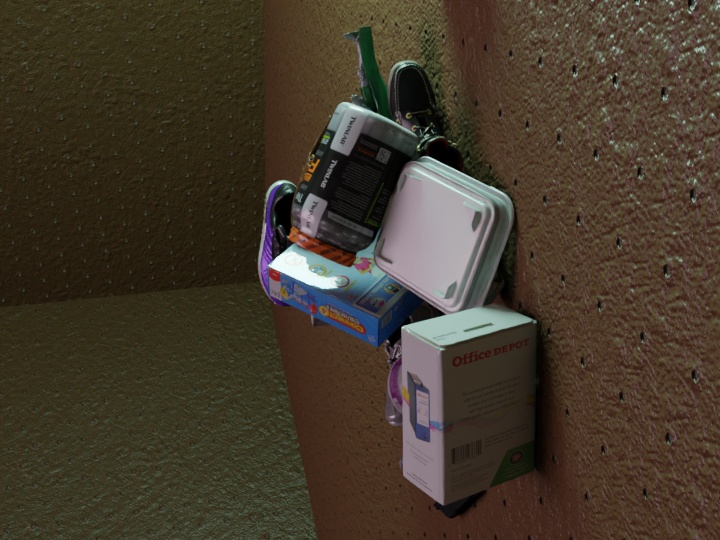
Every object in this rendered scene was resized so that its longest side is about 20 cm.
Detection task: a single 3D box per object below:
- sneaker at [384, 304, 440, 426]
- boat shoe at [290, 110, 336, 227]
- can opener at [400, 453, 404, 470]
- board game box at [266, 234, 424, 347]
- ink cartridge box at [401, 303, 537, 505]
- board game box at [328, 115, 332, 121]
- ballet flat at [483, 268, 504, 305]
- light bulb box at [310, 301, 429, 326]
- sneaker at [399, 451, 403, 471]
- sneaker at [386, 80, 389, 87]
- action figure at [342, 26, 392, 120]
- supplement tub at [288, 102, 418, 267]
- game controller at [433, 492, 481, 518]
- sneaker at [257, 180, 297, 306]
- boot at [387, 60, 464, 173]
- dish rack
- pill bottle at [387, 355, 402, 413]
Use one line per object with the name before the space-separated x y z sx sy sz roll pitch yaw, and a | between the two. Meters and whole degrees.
sneaker | 0.061 0.140 1.612 0.075 0.082 0.201 -14 57 47
boat shoe | -0.057 -0.146 1.540 0.201 0.072 0.068 -67 -22 -9
can opener | 0.110 0.230 1.386 0.200 0.067 0.054 -2 -95 -67
board game box | 0.000 0.000 1.530 0.195 0.200 0.056 24 135 26
ink cartridge box | 0.130 0.154 1.242 0.087 0.145 0.201 27 124 53
board game box | 0.022 -0.167 1.652 0.200 0.134 0.029 -97 17 -44
ballet flat | 0.145 -0.050 1.353 0.067 0.068 0.201 -47 52 50
light bulb box | 0.003 -0.030 1.709 0.125 0.198 0.200 100 162 -47
sneaker | 0.098 0.241 1.689 0.200 0.071 0.113 111 148 -51
sneaker | 0.069 -0.223 1.611 0.091 0.066 0.201 101 162 -64
action figure | 0.018 -0.255 1.556 0.118 0.055 0.201 -39 -64 -77
supplement tub | -0.014 -0.114 1.411 0.200 0.122 0.123 -65 14 3
game controller | 0.135 0.311 1.585 0.200 0.042 0.105 109 145 -64
sneaker | -0.118 -0.039 1.640 0.099 0.069 0.201 -158 66 -72
boot | 0.093 -0.191 1.486 0.151 0.073 0.201 -123 26 -70
dish rack | 0.093 -0.044 1.330 0.200 0.043 0.172 34 111 46
pill bottle | 0.109 0.154 1.477 0.200 0.112 0.113 135 128 -76
